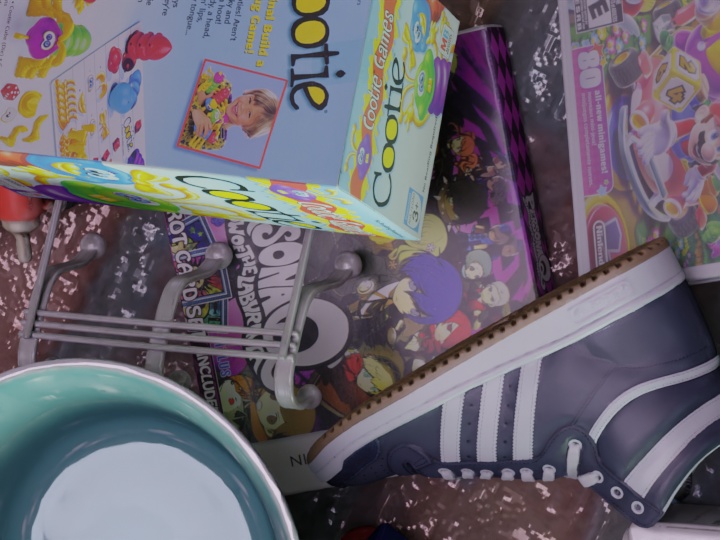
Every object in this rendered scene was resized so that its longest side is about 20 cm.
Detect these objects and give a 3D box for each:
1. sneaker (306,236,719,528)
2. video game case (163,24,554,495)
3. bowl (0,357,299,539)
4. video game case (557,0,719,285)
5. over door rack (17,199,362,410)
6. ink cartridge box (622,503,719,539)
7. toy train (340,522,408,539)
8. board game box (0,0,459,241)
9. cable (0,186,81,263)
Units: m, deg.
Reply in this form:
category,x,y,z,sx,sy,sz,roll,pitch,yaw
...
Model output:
category,x,y,z,sx,sy,sz,roll,pitch,yaw
sneaker,0.076,0.077,1.155,0.199,0.070,0.109,-30,91,23
video game case,0.000,0.000,1.232,0.180,0.036,0.201,-11,90,20
bowl,-0.110,0.136,1.168,0.199,0.105,0.202,1,93,11
video game case,0.178,-0.072,1.131,0.199,0.018,0.144,-10,79,36
over door rack,-0.073,-0.039,1.209,0.147,0.067,0.201,4,81,21
ink cartridge box,0.218,0.184,1.138,0.199,0.086,0.149,4,93,21
toy train,-0.013,0.227,1.237,0.116,0.085,0.200,38,110,-3
board game box,-0.073,-0.082,1.125,0.199,0.103,0.106,7,81,23
cable,-0.184,-0.097,1.253,0.097,0.050,0.201,18,128,39
